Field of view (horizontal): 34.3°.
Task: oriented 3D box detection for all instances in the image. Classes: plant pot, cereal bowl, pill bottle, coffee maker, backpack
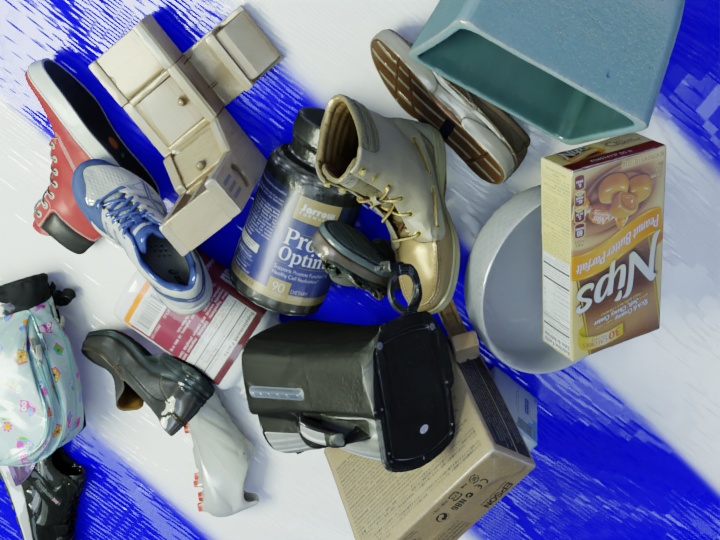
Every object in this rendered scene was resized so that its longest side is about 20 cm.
[{"bbox_3d":[0.189,-0.256,1.088,0.195,0.196,0.202,27,86,-10],"label":"plant pot"},{"bbox_3d":[0.188,0.000,1.217,0.198,0.083,0.203,-11,115,-25],"label":"cereal bowl"},{"bbox_3d":[-0.059,-0.064,1.236,0.111,0.112,0.202,22,111,0],"label":"pill bottle"},{"bbox_3d":[-0.161,0.057,1.291,0.199,0.114,0.115,35,110,-5],"label":"pill bottle"},{"bbox_3d":[-0.013,0.095,1.172,0.199,0.134,0.195,0,79,46],"label":"coffee maker"},{"bbox_3d":[-0.399,0.121,1.330,0.165,0.126,0.202,-16,93,19],"label":"backpack"}]

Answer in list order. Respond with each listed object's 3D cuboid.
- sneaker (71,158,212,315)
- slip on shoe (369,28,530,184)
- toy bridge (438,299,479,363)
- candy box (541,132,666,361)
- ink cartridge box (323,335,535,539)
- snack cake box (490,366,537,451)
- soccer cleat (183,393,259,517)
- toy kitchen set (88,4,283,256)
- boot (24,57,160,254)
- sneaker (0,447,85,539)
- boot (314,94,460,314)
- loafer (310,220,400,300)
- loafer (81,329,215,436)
[{"bbox_3d":[-0.221,-0.046,1.195,0.075,0.088,0.200,-43,84,-12],"label":"sneaker"},{"bbox_3d":[0.094,-0.179,1.205,0.200,0.076,0.061,44,70,1],"label":"slip on shoe"},{"bbox_3d":[0.081,0.006,1.226,0.027,0.067,0.202,-18,62,-2],"label":"toy bridge"},{"bbox_3d":[0.239,-0.024,1.151,0.114,0.055,0.202,-16,117,-22],"label":"candy box"},{"bbox_3d":[0.066,0.194,1.214,0.075,0.166,0.200,25,119,-36],"label":"ink cartridge box"},{"bbox_3d":[0.111,0.217,1.306,0.067,0.115,0.200,37,110,-6],"label":"snack cake box"},{"bbox_3d":[-0.166,0.194,1.370,0.076,0.069,0.203,-9,109,-5],"label":"soccer cleat"},{"bbox_3d":[-0.165,-0.166,1.178,0.162,0.181,0.201,-35,105,17],"label":"toy kitchen set"},{"bbox_3d":[-0.334,-0.119,1.281,0.143,0.073,0.201,-29,106,18],"label":"boot"},{"bbox_3d":[-0.371,0.282,1.423,0.086,0.076,0.202,-16,106,7],"label":"sneaker"},{"bbox_3d":[0.026,-0.063,1.139,0.072,0.155,0.203,-12,75,37],"label":"boot"},{"bbox_3d":[0.000,0.000,1.207,0.063,0.199,0.072,-47,66,13],"label":"loafer"},{"bbox_3d":[-0.254,0.121,1.305,0.199,0.073,0.073,17,156,41],"label":"loafer"}]
